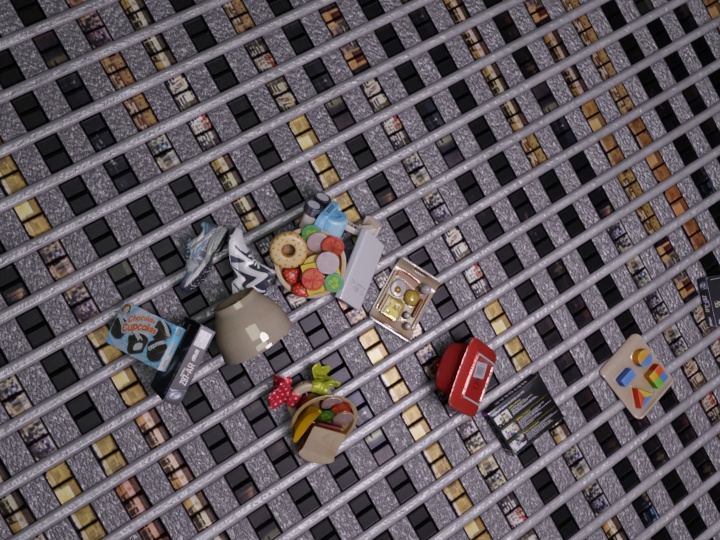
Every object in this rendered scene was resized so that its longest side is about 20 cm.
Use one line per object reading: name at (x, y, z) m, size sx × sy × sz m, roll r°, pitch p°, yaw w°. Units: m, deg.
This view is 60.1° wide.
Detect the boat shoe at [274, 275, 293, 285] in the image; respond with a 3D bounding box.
boat shoe at (-0.136, 0.013, 1.724) m, size 0.198 × 0.072 × 0.069 m, roll 3°, pitch 86°, yaw -5°

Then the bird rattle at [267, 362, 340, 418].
bird rattle at (-0.146, 0.347, 1.678) m, size 0.198 × 0.113 × 0.165 m, roll -22°, pitch 106°, yaw -11°

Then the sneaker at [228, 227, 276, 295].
sneaker at (-0.285, -0.018, 1.678) m, size 0.128 × 0.079 × 0.202 m, roll -4°, pitch 87°, yaw -6°

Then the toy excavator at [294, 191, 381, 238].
toy excavator at (-0.056, -0.127, 1.721) m, size 0.199 × 0.195 × 0.100 m, roll 32°, pitch 123°, yaw 3°

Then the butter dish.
butter dish at (0.274, 0.286, 1.758) m, size 0.200 × 0.147 × 0.201 m, roll 35°, pitch 75°, yaw -50°

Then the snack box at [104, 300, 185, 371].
snack box at (-0.547, 0.165, 1.579) m, size 0.198 × 0.037 × 0.117 m, roll 19°, pitch 79°, yaw 26°

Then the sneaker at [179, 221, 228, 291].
sneaker at (-0.435, -0.039, 1.666) m, size 0.086 × 0.078 × 0.201 m, roll 27°, pitch 73°, yaw 3°

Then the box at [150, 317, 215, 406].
box at (-0.451, 0.226, 1.577) m, size 0.043 × 0.160 × 0.202 m, roll 30°, pitch 80°, yaw -28°

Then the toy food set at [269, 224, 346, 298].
toy food set at (-0.132, -0.021, 1.641) m, size 0.196 × 0.049 × 0.202 m, roll -13°, pitch 106°, yaw 5°

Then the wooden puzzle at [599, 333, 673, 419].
wooden puzzle at (0.864, 0.328, 1.928) m, size 0.185 × 0.046 × 0.200 m, roll -42°, pitch 95°, yaw -12°

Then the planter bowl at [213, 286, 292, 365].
planter bowl at (-0.294, 0.129, 1.596) m, size 0.199 × 0.200 × 0.136 m, roll -32°, pitch 105°, yaw -13°

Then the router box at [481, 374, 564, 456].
router box at (0.478, 0.423, 1.830) m, size 0.199 × 0.051 × 0.150 m, roll -33°, pitch 91°, yaw -13°

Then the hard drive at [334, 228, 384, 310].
hard drive at (0.000, 0.000, 1.729) m, size 0.026 × 0.132 × 0.202 m, roll 16°, pitch 79°, yaw 28°

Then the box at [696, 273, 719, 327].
box at (1.206, 0.087, 2.027) m, size 0.198 × 0.044 × 0.162 m, roll -10°, pitch 87°, yaw -13°

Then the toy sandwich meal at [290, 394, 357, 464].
toy sandwich meal at (-0.096, 0.422, 1.657) m, size 0.203 × 0.070 × 0.207 m, roll -8°, pitch 122°, yaw -12°

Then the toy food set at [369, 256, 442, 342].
toy food set at (0.130, 0.084, 1.778) m, size 0.143 × 0.060 × 0.201 m, roll 31°, pitch 79°, yaw -9°
